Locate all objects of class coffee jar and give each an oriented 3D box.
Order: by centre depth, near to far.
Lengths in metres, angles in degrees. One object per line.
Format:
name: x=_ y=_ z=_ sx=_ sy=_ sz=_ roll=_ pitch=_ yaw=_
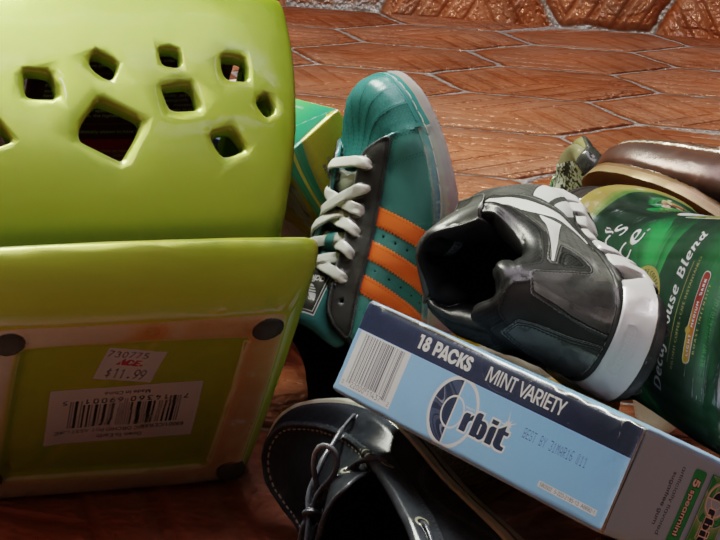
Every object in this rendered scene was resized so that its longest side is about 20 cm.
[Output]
coffee jar: x=0.147 y=0.019 z=0.846 sx=0.084 sy=0.106 sz=0.200 roll=11 pitch=4 yaw=-22

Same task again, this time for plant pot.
plant pot: x=-0.130 y=-0.004 z=0.898 sx=0.198 sy=0.200 sz=0.183 roll=-2 pitch=52 yaw=-20

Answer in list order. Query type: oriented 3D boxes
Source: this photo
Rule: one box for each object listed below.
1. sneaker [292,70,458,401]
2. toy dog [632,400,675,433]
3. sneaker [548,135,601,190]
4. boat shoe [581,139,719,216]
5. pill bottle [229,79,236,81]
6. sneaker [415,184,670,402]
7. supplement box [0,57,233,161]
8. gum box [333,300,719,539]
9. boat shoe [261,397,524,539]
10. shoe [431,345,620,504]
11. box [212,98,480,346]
sneaker: x=0.000 y=0.000 z=0.938 sx=0.079 sy=0.203 sz=0.071 roll=-3 pitch=1 yaw=-32
toy dog: x=0.180 y=0.055 z=0.986 sx=0.199 sy=0.132 sz=0.097 roll=13 pitch=56 yaw=49
sneaker: x=0.108 y=-0.001 z=1.105 sx=0.088 sy=0.201 sz=0.077 roll=-25 pitch=65 yaw=-20
boat shoe: x=0.208 y=-0.026 z=0.933 sx=0.199 sy=0.071 sz=0.071 roll=25 pitch=65 yaw=32
pill bottle: x=-0.082 y=-0.045 z=1.199 sx=0.114 sy=0.117 sz=0.201 roll=3 pitch=27 yaw=0
sneaker: x=0.062 y=-0.007 z=0.824 sx=0.090 sy=0.067 sz=0.200 roll=20 pitch=12 yaw=-18
supplement box: x=-0.136 y=-0.087 z=0.992 sx=0.108 sy=0.201 sz=0.061 roll=-2 pitch=53 yaw=-21
gum box: x=0.113 y=0.085 z=0.774 sx=0.199 sy=0.045 sz=0.169 roll=25 pitch=-1 yaw=-39
boat shoe: x=0.002 y=0.107 z=0.785 sx=0.062 sy=0.075 sz=0.200 roll=1 pitch=18 yaw=-31
shoe: x=0.060 y=0.074 z=0.924 sx=0.053 sy=0.071 sz=0.199 roll=28 pitch=16 yaw=32
box: x=-0.006 y=-0.006 z=1.052 sx=0.048 sy=0.201 sz=0.117 roll=-42 pitch=27 yaw=-15
